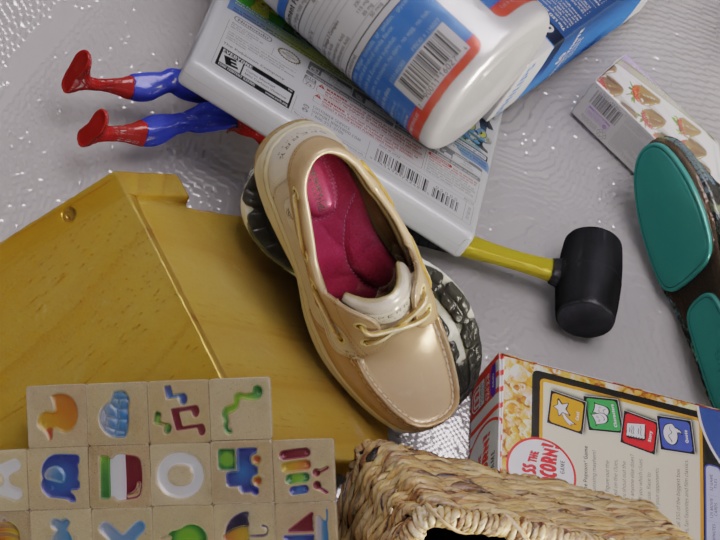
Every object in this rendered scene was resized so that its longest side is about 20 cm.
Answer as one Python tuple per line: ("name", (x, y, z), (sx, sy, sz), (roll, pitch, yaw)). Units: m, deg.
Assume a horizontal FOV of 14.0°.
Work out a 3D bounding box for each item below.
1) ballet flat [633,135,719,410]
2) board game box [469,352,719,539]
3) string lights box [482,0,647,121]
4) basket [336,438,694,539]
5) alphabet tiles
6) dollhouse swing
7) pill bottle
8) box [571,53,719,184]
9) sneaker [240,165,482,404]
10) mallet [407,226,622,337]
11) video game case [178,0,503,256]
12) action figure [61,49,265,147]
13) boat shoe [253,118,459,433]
("ballet flat", (0.229, 0.009, 1.855), (0.074, 0.074, 0.201), (-5, 70, -27))
("board game box", (0.162, 0.145, 1.747), (0.199, 0.046, 0.152), (15, 55, -16))
("string lights box", (0.110, -0.185, 1.900), (0.103, 0.059, 0.200), (45, 43, 9))
("basket", (0.084, 0.190, 1.590), (0.199, 0.149, 0.143), (14, 97, -18))
("alphabet tiles", (-0.111, 0.142, 1.562), (0.199, 0.006, 0.167), (-2, 90, 6))
("dollhouse swing", (-0.109, 0.070, 1.676), (0.181, 0.176, 0.201), (-31, 72, 7))
("pill bottle", (0.008, -0.177, 1.771), (0.200, 0.112, 0.112), (43, 52, 10))
("box", (0.224, -0.054, 1.905), (0.200, 0.041, 0.039), (44, 53, 7))
("sneaker", (0.000, 0.000, 1.741), (0.077, 0.089, 0.200), (-39, 109, -1))
("mallet", (0.069, -0.006, 1.808), (0.199, 0.041, 0.066), (10, 53, -14))
("video game case", (-0.007, -0.109, 1.795), (0.199, 0.022, 0.183), (32, 30, -9))
("action figure", (-0.081, -0.103, 1.779), (0.199, 0.052, 0.066), (0, 57, -38))
("boat shoe", (0.004, 0.010, 1.657), (0.074, 0.069, 0.201), (-33, 108, -12))
